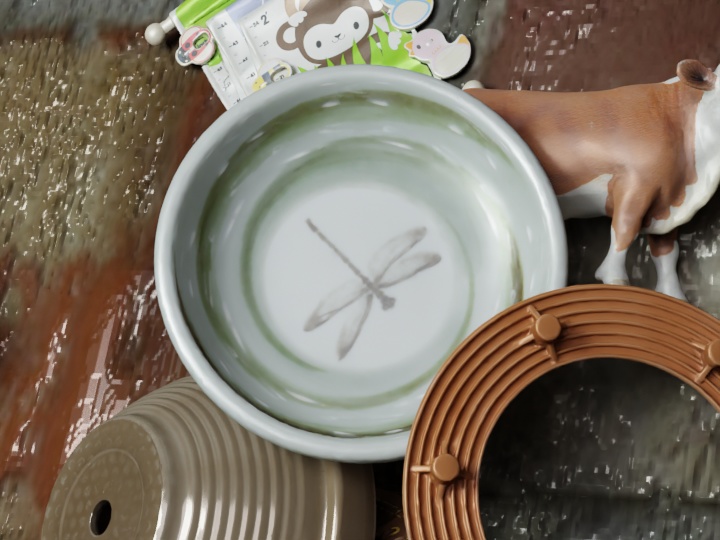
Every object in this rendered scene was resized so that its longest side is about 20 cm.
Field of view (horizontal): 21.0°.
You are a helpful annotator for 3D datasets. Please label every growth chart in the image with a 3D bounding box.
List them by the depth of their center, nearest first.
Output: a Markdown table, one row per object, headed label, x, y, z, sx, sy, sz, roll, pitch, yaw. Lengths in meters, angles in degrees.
| label | x | y | z | sx | sy | sz | roll | pitch | yaw |
| --- | --- | --- | --- | --- | --- | --- | --- | --- | --- |
| growth chart | -0.025 | -0.123 | 1.115 | 0.145 | 0.018 | 0.200 | -41 | 57 | 5 |

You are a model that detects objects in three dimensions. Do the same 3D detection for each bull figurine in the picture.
| label | x | y | z | sx | sy | sz | roll | pitch | yaw |
| --- | --- | --- | --- | --- | --- | --- | --- | --- | --- |
| bull figurine | 0.121 | -0.047 | 0.975 | 0.198 | 0.065 | 0.123 | 2 | 76 | 33 |

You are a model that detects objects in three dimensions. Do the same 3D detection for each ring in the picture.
| label | x | y | z | sx | sy | sz | roll | pitch | yaw |
| --- | --- | --- | --- | --- | --- | --- | --- | --- | --- |
| ring | 0.117 | 0.101 | 0.880 | 0.198 | 0.019 | 0.203 | 2 | 73 | -7 |

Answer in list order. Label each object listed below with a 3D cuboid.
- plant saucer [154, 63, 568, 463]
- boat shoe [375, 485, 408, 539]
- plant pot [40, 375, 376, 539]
| label | x | y | z | sx | sy | sz | roll | pitch | yaw |
| --- | --- | --- | --- | --- | --- | --- | --- | --- | --- |
| plant saucer | 0.000 | 0.000 | 0.944 | 0.198 | 0.050 | 0.202 | 1 | 69 | -1 |
| boat shoe | 0.027 | 0.150 | 0.936 | 0.199 | 0.068 | 0.072 | 27 | 82 | 34 |
| plant pot | -0.091 | 0.131 | 0.955 | 0.200 | 0.092 | 0.203 | -24 | 55 | 39 |
